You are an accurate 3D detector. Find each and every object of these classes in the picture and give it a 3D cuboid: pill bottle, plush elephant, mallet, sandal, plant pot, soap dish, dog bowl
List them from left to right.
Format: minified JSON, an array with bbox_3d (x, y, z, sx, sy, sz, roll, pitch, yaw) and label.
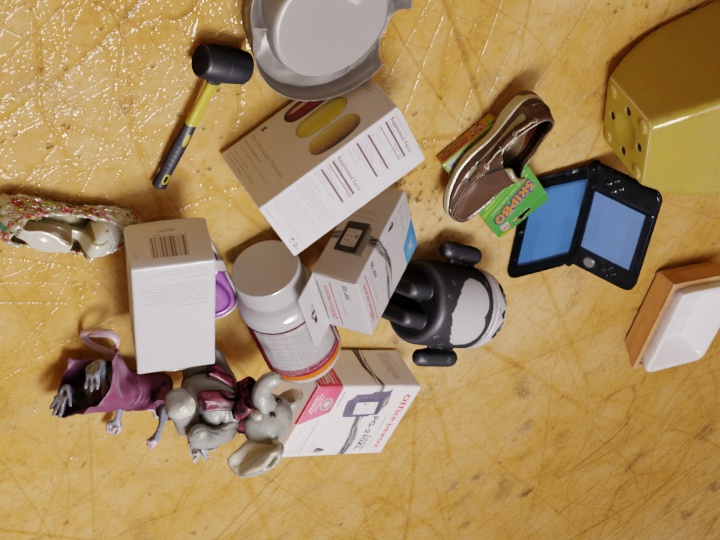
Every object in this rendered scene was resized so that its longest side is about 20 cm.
[{"bbox_3d":[-0.203,0.005,1.630,0.082,0.050,0.203,-38,142,2],"label":"sandal"},{"bbox_3d":[-0.182,-0.172,1.480,0.066,0.041,0.200,-5,137,-37],"label":"mallet"},{"bbox_3d":[-0.158,0.178,1.696,0.154,0.165,0.201,-2,129,5],"label":"plush elephant"},{"bbox_3d":[-0.099,0.055,1.713,0.109,0.110,0.200,-30,142,-8],"label":"pill bottle"},{"bbox_3d":[-0.041,-0.288,1.445,0.199,0.059,0.201,-22,140,-19],"label":"dog bowl"},{"bbox_3d":[0.556,0.076,2.263,0.157,0.081,0.201,-10,135,-30],"label":"soap dish"},{"bbox_3d":[0.450,-0.220,1.797,0.199,0.195,0.196,-19,139,-12],"label":"plant pot"}]

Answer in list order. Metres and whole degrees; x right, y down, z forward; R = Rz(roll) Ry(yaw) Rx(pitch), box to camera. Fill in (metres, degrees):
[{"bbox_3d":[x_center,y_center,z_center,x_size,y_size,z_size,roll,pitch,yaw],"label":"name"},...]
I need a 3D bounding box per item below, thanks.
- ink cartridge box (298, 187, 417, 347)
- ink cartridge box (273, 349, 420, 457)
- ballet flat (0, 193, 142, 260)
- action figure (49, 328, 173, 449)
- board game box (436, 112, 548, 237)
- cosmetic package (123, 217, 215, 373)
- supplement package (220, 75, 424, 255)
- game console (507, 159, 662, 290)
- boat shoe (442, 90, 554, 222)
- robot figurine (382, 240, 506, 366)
[{"bbox_3d":[0.000,0.000,1.683,0.200,0.066,0.116,-62,154,-30],"label":"ink cartridge box"},{"bbox_3d":[-0.030,0.197,1.932,0.199,0.084,0.145,4,128,-40],"label":"ink cartridge box"},{"bbox_3d":[-0.330,-0.040,1.475,0.199,0.064,0.076,5,126,-41],"label":"ballet flat"},{"bbox_3d":[-0.305,0.151,1.690,0.200,0.134,0.150,9,87,-52],"label":"action figure"},{"bbox_3d":[0.187,-0.127,1.804,0.095,0.030,0.200,-39,136,4],"label":"board game box"},{"bbox_3d":[-0.227,0.033,1.555,0.101,0.074,0.200,-6,141,-13],"label":"cosmetic package"},{"bbox_3d":[-0.044,-0.137,1.555,0.200,0.114,0.110,-37,143,-1],"label":"supplement package"},{"bbox_3d":[0.332,-0.050,1.937,0.118,0.170,0.201,-43,152,-38],"label":"game console"},{"bbox_3d":[0.183,-0.139,1.717,0.075,0.075,0.203,13,119,-40],"label":"boat shoe"},{"bbox_3d":[0.120,0.049,1.863,0.199,0.125,0.150,8,137,-42],"label":"robot figurine"}]
